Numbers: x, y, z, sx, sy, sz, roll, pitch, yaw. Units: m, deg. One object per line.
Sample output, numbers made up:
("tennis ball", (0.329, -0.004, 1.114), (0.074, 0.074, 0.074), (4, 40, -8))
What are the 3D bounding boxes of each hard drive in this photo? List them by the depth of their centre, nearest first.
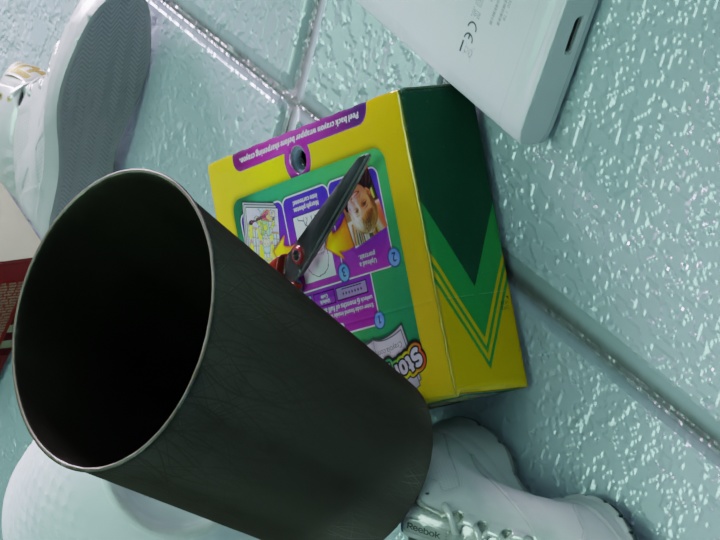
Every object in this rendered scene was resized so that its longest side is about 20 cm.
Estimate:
("hard drive", (0.056, -0.177, 1.403), (0.200, 0.027, 0.132), (44, 128, 39))

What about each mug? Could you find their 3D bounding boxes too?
("mug", (-0.111, 0.152, 1.561), (0.199, 0.148, 0.175), (33, 156, -6))

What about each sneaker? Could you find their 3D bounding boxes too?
("sneaker", (0.072, 0.145, 1.379), (0.200, 0.087, 0.075), (27, 115, 46))
("sneaker", (-0.207, -0.123, 1.715), (0.116, 0.073, 0.201), (44, 129, 36))

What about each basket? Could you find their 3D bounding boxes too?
("basket", (-0.065, 0.064, 1.337), (0.136, 0.200, 0.181), (-37, 45, 19))

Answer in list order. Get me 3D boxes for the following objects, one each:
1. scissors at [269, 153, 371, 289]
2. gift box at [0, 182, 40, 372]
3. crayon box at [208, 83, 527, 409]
("scissors", (-0.035, 0.003, 1.465), (0.200, 0.014, 0.074), (-36, 65, 49))
("gift box", (-0.363, 0.001, 1.846), (0.187, 0.184, 0.200), (54, 127, 30))
("crayon box", (0.000, 0.000, 1.475), (0.200, 0.058, 0.174), (-17, 83, 53))
